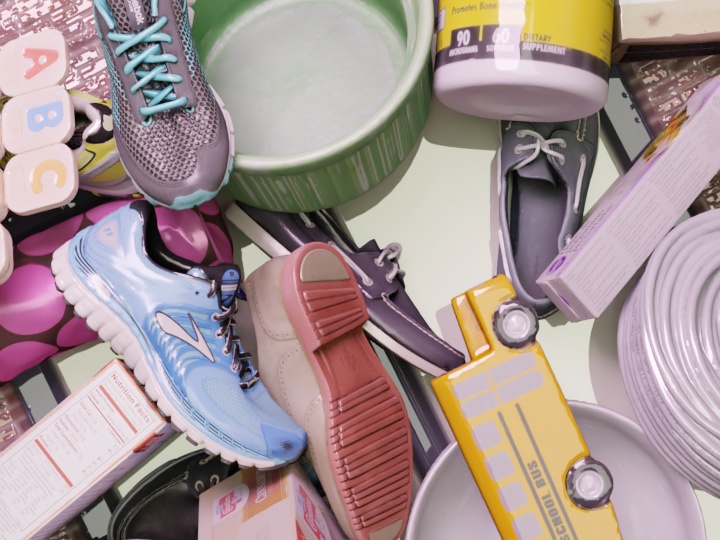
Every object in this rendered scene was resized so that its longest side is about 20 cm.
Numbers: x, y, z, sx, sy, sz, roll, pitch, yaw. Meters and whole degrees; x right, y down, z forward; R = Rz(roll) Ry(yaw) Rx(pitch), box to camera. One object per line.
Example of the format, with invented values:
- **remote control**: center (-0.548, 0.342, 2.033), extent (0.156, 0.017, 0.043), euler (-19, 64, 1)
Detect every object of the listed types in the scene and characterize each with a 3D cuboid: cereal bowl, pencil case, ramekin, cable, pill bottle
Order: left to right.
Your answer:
- **pencil case**: center (-0.180, 0.012, 1.172), extent (0.198, 0.094, 0.092), euler (-20, 62, 2)
- **ramekin**: center (-0.044, -0.137, 1.145), extent (0.197, 0.098, 0.202), euler (-4, 67, 9)
- **pill bottle**: center (0.109, -0.205, 1.124), extent (0.113, 0.114, 0.203), euler (4, 82, 0)
- **cereal bowl**: center (0.126, 0.185, 1.161), extent (0.197, 0.083, 0.203), euler (0, 87, -1)
- **cable**: center (0.264, 0.056, 1.142), extent (0.199, 0.069, 0.201), euler (-26, 77, -28)

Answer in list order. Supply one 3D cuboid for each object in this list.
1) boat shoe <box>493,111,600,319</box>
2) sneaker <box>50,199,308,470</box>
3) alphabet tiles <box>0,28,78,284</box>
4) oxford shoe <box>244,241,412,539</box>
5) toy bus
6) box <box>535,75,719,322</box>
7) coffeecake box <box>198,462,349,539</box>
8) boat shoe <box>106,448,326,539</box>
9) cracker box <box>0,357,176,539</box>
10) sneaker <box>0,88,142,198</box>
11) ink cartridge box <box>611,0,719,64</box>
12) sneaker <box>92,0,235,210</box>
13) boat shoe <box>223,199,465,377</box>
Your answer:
- **boat shoe**: center (0.127, -0.067, 1.186), extent (0.072, 0.062, 0.203), euler (7, 87, 0)
- **sneaker**: center (-0.100, 0.039, 1.084), extent (0.090, 0.078, 0.200), euler (-43, 91, 7)
- **alphabet tiles**: center (-0.272, -0.077, 1.110), extent (0.193, 0.015, 0.202), euler (-13, 69, 15)
- **oxford shoe**: center (-0.021, 0.085, 1.133), extent (0.073, 0.070, 0.202), euler (-15, 89, 44)
- **toy bus**: center (0.103, 0.107, 1.094), extent (0.078, 0.065, 0.202), euler (-25, 87, 0)
- **box**: center (0.195, -0.050, 1.166), extent (0.041, 0.039, 0.200), euler (45, 71, -11)
- **coffeecake box**: center (-0.021, 0.231, 1.094), extent (0.073, 0.154, 0.201), euler (-30, 107, 5)
- **boat shoe**: center (-0.081, 0.144, 1.177), extent (0.198, 0.057, 0.069), euler (-24, 87, -1)
- **cracker box**: center (-0.209, 0.141, 1.140), extent (0.199, 0.134, 0.058), euler (-39, 86, -2)
- **sneaker**: center (-0.223, -0.094, 1.156), extent (0.198, 0.076, 0.076), euler (0, 70, 25)
- **ink cartridge box**: center (0.239, -0.251, 1.190), extent (0.163, 0.075, 0.203), euler (-5, 87, -1)
- **sneaker**: center (-0.131, -0.132, 1.055), extent (0.077, 0.091, 0.202), euler (-20, 65, 3)
- **boat shoe**: center (0.000, 0.000, 1.178), extent (0.199, 0.073, 0.063), euler (38, 88, 8)
